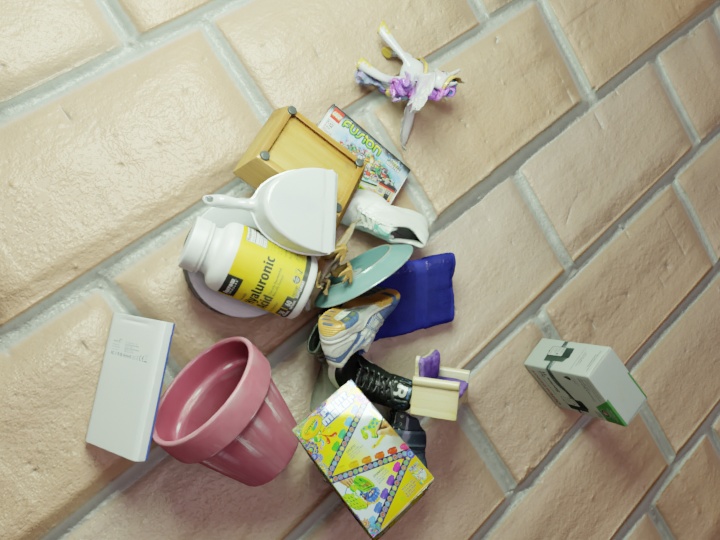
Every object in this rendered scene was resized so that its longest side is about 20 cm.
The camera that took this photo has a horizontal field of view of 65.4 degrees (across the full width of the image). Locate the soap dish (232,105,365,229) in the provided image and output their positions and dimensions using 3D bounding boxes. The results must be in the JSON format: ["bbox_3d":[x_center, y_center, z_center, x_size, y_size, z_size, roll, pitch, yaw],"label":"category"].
[{"bbox_3d":[-0.093,-0.171,0.958,0.199,0.081,0.159,34,58,-15],"label":"soap dish"}]

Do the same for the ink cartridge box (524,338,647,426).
[{"bbox_3d":[0.461,0.227,1.169,0.083,0.200,0.147,-45,103,-16],"label":"ink cartridge box"}]

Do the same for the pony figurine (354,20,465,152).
[{"bbox_3d":[0.090,-0.358,1.082,0.198,0.167,0.195,29,68,-4],"label":"pony figurine"}]

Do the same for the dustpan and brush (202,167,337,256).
[{"bbox_3d":[-0.138,-0.099,0.859,0.198,0.057,0.142,7,79,-27],"label":"dustpan and brush"}]

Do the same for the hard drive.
[{"bbox_3d":[-0.354,0.172,0.860,0.025,0.131,0.203,21,77,-56],"label":"hard drive"}]

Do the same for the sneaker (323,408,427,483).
[{"bbox_3d":[0.030,0.331,1.046,0.199,0.077,0.148,5,76,-15],"label":"sneaker"}]

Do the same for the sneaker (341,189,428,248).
[{"bbox_3d":[0.035,-0.090,1.038,0.197,0.089,0.076,14,121,-6],"label":"sneaker"}]

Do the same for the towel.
[{"bbox_3d":[0.094,0.048,1.085,0.198,0.049,0.150,-11,110,-26],"label":"towel"}]

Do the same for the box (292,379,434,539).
[{"bbox_3d":[0.005,0.311,0.902,0.122,0.201,0.193,-37,67,-16],"label":"box"}]

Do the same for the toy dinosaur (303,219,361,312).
[{"bbox_3d":[-0.045,-0.025,0.933,0.060,0.106,0.201,44,74,-28],"label":"toy dinosaur"}]

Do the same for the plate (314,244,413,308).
[{"bbox_3d":[0.000,0.000,0.979,0.199,0.200,0.026,-35,104,-21],"label":"plate"}]

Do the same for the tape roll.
[{"bbox_3d":[-0.202,-0.020,0.966,0.198,0.066,0.203,1,87,-24],"label":"tape roll"}]

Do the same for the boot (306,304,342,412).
[{"bbox_3d":[-0.063,0.156,0.983,0.131,0.067,0.202,47,57,-56],"label":"boot"}]

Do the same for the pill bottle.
[{"bbox_3d":[-0.176,-0.008,0.881,0.198,0.111,0.113,23,78,-20],"label":"pill bottle"}]

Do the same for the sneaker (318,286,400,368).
[{"bbox_3d":[-0.002,0.092,0.952,0.199,0.075,0.089,-27,121,-46],"label":"sneaker"}]

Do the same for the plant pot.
[{"bbox_3d":[-0.197,0.240,0.896,0.200,0.199,0.180,-47,119,-18],"label":"plant pot"}]

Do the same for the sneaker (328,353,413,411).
[{"bbox_3d":[0.034,0.194,0.984,0.200,0.111,0.074,41,63,-53],"label":"sneaker"}]

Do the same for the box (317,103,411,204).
[{"bbox_3d":[-0.008,-0.210,1.078,0.199,0.035,0.111,36,74,-17],"label":"box"}]

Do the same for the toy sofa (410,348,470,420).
[{"bbox_3d":[0.153,0.205,1.034,0.082,0.200,0.099,6,88,17],"label":"toy sofa"}]
